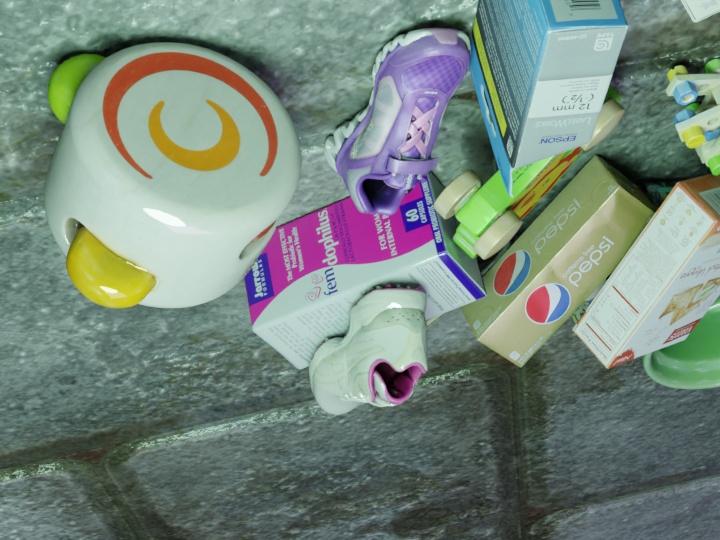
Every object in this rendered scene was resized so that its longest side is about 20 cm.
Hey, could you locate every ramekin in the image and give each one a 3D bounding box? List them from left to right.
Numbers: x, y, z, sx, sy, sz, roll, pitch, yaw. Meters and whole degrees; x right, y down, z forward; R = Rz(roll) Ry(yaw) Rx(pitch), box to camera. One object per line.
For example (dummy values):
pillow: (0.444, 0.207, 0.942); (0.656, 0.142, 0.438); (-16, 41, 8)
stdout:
ramekin: (0.386, 0.036, 1.652); (0.200, 0.098, 0.200); (-9, 149, -6)

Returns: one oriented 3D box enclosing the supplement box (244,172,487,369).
supplement box: (0.000, 0.000, 1.453); (0.200, 0.101, 0.103); (-23, 147, 16)

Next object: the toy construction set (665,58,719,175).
toy construction set: (0.372, -0.145, 1.377); (0.200, 0.092, 0.131); (-6, 149, 9)

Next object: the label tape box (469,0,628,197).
label tape box: (0.137, -0.172, 1.186); (0.066, 0.143, 0.200); (-7, 148, -8)

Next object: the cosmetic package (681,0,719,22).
cosmetic package: (0.203, -0.272, 0.996); (0.071, 0.200, 0.105); (-24, 147, 18)

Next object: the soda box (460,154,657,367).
soda box: (0.187, -0.008, 1.469); (0.064, 0.068, 0.200); (32, 108, -29)

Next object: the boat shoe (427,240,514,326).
boat shoe: (0.063, 0.013, 1.533); (0.201, 0.072, 0.066); (-22, 142, 5)

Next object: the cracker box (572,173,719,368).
cracker box: (0.304, -0.004, 1.470); (0.134, 0.058, 0.200); (-15, 146, -43)

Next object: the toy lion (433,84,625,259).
toy lion: (0.152, -0.089, 1.351); (0.200, 0.069, 0.192); (-48, 171, 17)

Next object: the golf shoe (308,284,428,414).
golf shoe: (0.006, 0.094, 1.424); (0.075, 0.092, 0.200); (0, 148, -23)

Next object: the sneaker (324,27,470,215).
sneaker: (0.038, -0.117, 1.293); (0.080, 0.089, 0.200); (6, 143, -25)

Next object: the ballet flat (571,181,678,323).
ballet flat: (0.251, -0.020, 1.544); (0.074, 0.074, 0.200); (10, 132, -33)

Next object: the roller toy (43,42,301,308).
roller toy: (-0.148, -0.068, 1.207); (0.182, 0.200, 0.140); (-2, 148, -27)
